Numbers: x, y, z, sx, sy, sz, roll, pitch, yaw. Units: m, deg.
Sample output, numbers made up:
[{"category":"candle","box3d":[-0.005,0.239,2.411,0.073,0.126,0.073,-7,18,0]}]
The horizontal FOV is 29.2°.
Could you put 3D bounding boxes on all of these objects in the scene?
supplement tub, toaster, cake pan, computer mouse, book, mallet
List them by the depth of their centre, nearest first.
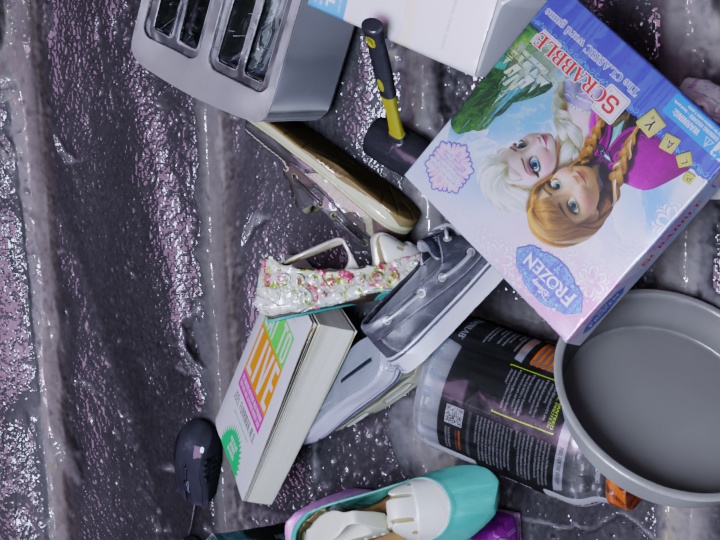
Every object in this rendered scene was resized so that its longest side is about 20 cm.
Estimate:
[{"category":"cake pan","box3d":[0.245,0.103,1.094,0.200,0.200,0.037,38,143,20]},{"category":"supplement tub","box3d":[0.155,0.123,1.182,0.198,0.122,0.124,20,108,28]},{"category":"mallet","box3d":[0.017,-0.153,1.200,0.065,0.201,0.041,27,68,30]},{"category":"toaster","box3d":[-0.102,-0.239,1.281,0.179,0.118,0.203,29,112,25]},{"category":"book","box3d":[-0.080,0.104,1.340,0.202,0.047,0.134,-67,29,22]},{"category":"computer mouse","box3d":[-0.184,0.252,1.466,0.058,0.034,0.203,17,107,27]}]

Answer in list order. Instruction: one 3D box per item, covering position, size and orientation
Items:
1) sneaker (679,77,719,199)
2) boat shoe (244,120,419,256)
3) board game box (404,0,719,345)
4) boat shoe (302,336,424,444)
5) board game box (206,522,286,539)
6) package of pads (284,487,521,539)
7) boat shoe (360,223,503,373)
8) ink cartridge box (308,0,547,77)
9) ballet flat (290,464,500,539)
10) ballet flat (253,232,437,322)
[{"category":"sneaker","box3d":[0.293,-0.103,1.079,0.197,0.075,0.101,-3,105,30]},{"category":"boat shoe","box3d":[-0.038,-0.081,1.295,0.199,0.073,0.065,38,110,21]},{"category":"board game box","box3d":[0.165,-0.083,1.089,0.200,0.041,0.200,46,105,24]},{"category":"boat shoe","box3d":[-0.011,0.121,1.316,0.199,0.061,0.073,-33,50,48]},{"category":"board game box","box3d":[-0.067,0.300,1.307,0.028,0.200,0.135,-47,72,7]},{"category":"package of pads","box3d":[0.040,0.256,1.277,0.197,0.120,0.077,4,101,31]},{"category":"boat shoe","box3d":[0.079,-0.008,1.186,0.068,0.072,0.200,44,84,-14]},{"category":"ink cartridge box","box3d":[0.081,-0.247,1.159,0.198,0.128,0.127,28,112,25]},{"category":"ballet flat","box3d":[0.024,0.216,1.181,0.198,0.070,0.068,-22,69,24]},{"category":"ballet flat","box3d":[0.000,0.000,1.236,0.197,0.076,0.065,-9,92,-11]}]
